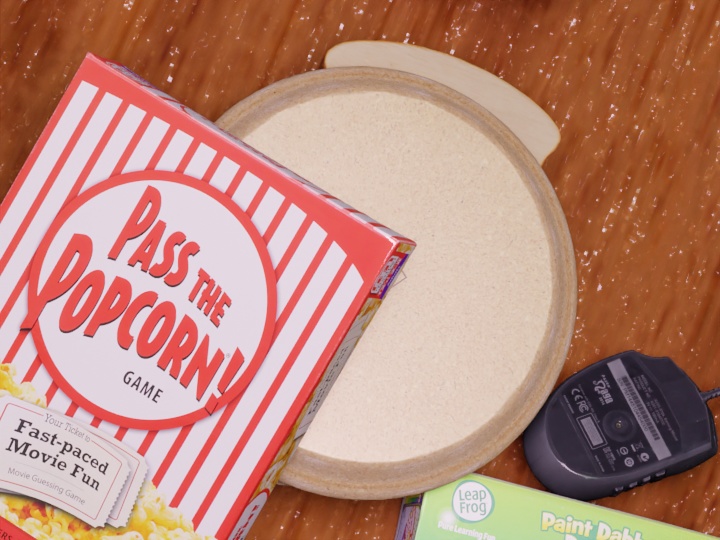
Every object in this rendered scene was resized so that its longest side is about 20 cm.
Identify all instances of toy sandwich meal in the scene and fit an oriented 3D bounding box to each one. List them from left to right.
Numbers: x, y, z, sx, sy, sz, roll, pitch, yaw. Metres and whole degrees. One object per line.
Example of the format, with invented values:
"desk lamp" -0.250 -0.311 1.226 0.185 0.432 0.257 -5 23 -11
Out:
"toy sandwich meal" 0.000 0.000 1.245 0.204 0.070 0.206 1 81 -9

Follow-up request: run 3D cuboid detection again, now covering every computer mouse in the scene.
"computer mouse" 0.160 0.057 1.292 0.199 0.034 0.059 -16 67 -20

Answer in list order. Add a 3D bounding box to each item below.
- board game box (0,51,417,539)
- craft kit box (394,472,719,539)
"board game box" -0.093 0.036 1.174 0.151 0.046 0.201 30 94 11
"craft kit box" 0.096 0.202 1.241 0.199 0.049 0.198 16 79 -10
